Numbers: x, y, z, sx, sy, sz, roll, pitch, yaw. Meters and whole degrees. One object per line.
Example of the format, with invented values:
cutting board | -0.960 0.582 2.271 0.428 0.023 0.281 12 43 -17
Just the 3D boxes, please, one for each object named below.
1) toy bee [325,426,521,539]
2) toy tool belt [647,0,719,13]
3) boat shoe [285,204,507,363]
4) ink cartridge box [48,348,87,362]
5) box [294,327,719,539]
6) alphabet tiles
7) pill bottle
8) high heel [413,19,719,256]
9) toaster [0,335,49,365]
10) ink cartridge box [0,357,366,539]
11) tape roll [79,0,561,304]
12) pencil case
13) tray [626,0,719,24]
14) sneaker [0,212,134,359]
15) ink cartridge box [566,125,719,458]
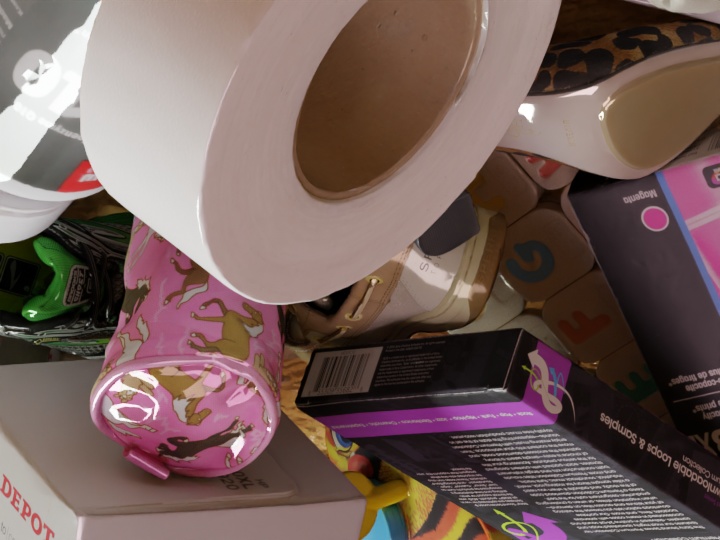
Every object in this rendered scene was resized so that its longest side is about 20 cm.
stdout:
toy bee | 0.015 0.097 1.427 0.199 0.131 0.109 14 116 25
toy tool belt | 0.173 -0.186 1.046 0.122 0.125 0.201 0 126 -25
boat shoe | 0.000 0.000 1.293 0.066 0.074 0.200 21 159 -17
ink cartridge box | -0.138 0.120 1.457 0.125 0.129 0.200 22 138 -24
box | 0.088 0.088 1.291 0.200 0.036 0.143 35 154 -33
alphabet tiles | 0.128 0.008 1.306 0.195 0.015 0.200 -34 104 36
pill bottle | -0.120 -0.101 1.172 0.114 0.114 0.200 21 140 -23
high heel | 0.070 -0.094 1.231 0.199 0.143 0.072 -26 138 -19
toaster | -0.259 0.086 1.360 0.200 0.181 0.119 26 160 -27
ink cartridge box | -0.108 0.157 1.270 0.144 0.147 0.201 -2 115 -32
tape roll | -0.011 -0.088 1.081 0.071 0.202 0.203 36 155 28
pencil case | -0.069 -0.007 1.220 0.082 0.200 0.087 0 137 4
tray | 0.106 -0.157 1.157 0.199 0.022 0.108 12 142 -12
sneaker | -0.130 0.012 1.317 0.199 0.078 0.085 8 -173 -23
ink cartridge box | 0.177 0.031 1.273 0.094 0.037 0.200 -16 115 28
